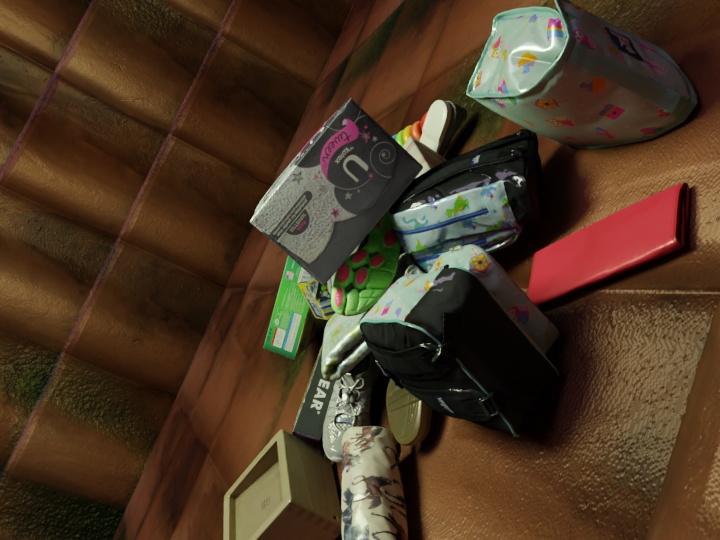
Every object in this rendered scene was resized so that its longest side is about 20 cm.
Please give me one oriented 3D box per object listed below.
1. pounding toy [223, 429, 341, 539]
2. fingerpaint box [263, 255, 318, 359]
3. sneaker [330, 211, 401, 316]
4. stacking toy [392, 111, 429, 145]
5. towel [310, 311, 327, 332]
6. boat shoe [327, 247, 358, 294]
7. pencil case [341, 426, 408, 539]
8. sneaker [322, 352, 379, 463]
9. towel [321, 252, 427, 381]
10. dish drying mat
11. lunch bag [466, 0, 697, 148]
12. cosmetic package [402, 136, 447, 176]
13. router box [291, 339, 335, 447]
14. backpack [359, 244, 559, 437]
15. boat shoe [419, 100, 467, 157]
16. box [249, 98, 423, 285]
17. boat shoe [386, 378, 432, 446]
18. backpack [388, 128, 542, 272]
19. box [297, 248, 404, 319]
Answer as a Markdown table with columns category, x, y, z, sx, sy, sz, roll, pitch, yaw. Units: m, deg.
| category | x | y | z | sx | sy | sz | roll | pitch | yaw |
| --- | --- | --- | --- | --- | --- | --- | --- | --- | --- |
| pounding toy | -0.121 | 0.381 | 0.993 | 0.201 | 0.142 | 0.185 | -50 | 24 | 12 |
| fingerpaint box | -0.115 | 0.054 | 1.307 | 0.167 | 0.072 | 0.203 | -37 | -36 | -75 |
| sneaker | 0.019 | -0.007 | 0.903 | 0.084 | 0.076 | 0.201 | 98 | -162 | -50 |
| stacking toy | 0.098 | -0.250 | 1.284 | 0.199 | 0.085 | 0.086 | -32 | 36 | 51 |
| towel | -0.049 | 0.016 | 1.317 | 0.153 | 0.023 | 0.202 | 75 | -146 | -72 |
| boat shoe | 0.005 | -0.046 | 1.012 | 0.060 | 0.075 | 0.202 | 80 | -145 | -82 |
| pencil case | 0.021 | 0.283 | 0.772 | 0.078 | 0.089 | 0.201 | -47 | 26 | 27 |
| sneaker | -0.019 | 0.188 | 0.975 | 0.083 | 0.074 | 0.202 | 77 | -162 | -49 |
| towel | 0.019 | 0.056 | 0.933 | 0.200 | 0.048 | 0.171 | -45 | 7 | 9 |
| dish drying mat | 0.245 | -0.019 | 0.664 | 0.200 | 0.018 | 0.078 | -36 | 32 | 57 |
| lunch bag | 0.235 | -0.207 | 0.698 | 0.123 | 0.168 | 0.200 | -69 | 18 | 6 |
| cosmetic package | 0.111 | -0.129 | 1.043 | 0.088 | 0.103 | 0.201 | -55 | 22 | 19 |
| router box | -0.063 | 0.195 | 1.098 | 0.149 | 0.050 | 0.202 | 110 | 179 | -65 |
| backpack | 0.099 | 0.073 | 0.703 | 0.154 | 0.176 | 0.200 | -53 | 14 | -24 |
| boat shoe | 0.134 | -0.209 | 1.166 | 0.073 | 0.061 | 0.202 | 54 | 137 | 39 |
| box | -0.034 | -0.106 | 0.853 | 0.200 | 0.132 | 0.115 | -49 | 12 | 5 |
| boat shoe | 0.078 | 0.140 | 0.867 | 0.073 | 0.063 | 0.202 | -40 | 35 | 35 |
| backpack | 0.132 | -0.083 | 0.831 | 0.197 | 0.155 | 0.164 | -7 | 30 | 20 |
| box | 0.000 | 0.000 | 1.073 | 0.199 | 0.071 | 0.064 | -32 | 11 | -18 |
